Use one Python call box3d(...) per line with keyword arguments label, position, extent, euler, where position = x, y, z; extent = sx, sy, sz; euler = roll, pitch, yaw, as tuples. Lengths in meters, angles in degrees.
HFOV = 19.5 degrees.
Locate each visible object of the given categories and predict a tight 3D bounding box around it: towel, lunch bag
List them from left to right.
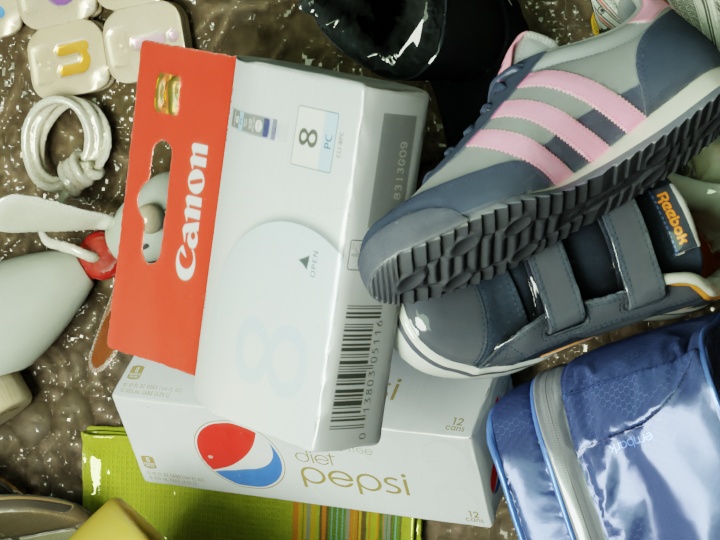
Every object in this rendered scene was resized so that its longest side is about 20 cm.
box3d(label="towel", position=(-0.061, 0.131, 1.127), extent=(0.198, 0.018, 0.087), euler=(2, 92, 20))
box3d(label="lunch bag", position=(0.143, 0.133, 0.989), extent=(0.131, 0.136, 0.202), euler=(-21, 86, 19))

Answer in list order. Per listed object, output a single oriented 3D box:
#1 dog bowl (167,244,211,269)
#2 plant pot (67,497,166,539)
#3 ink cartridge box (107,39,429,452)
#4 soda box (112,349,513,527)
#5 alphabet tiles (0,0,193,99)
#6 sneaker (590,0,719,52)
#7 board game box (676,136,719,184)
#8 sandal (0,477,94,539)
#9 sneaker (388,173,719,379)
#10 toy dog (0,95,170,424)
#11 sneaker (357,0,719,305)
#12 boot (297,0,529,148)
box3d(label="dog bowl", position=(0.000, 0.000, 1.052), extent=(0.198, 0.112, 0.050), euler=(6, 67, 24))
box3d(label="plant pot", position=(-0.121, 0.247, 1.028), extent=(0.189, 0.201, 0.201), euler=(-43, 77, -6))
box3d(label="ink cartridge box", position=(-0.062, -0.019, 0.969), extent=(0.199, 0.047, 0.162), euler=(15, 101, 43))
box3d(label="soda box", position=(-0.022, 0.075, 1.069), extent=(0.198, 0.064, 0.069), euler=(5, 135, 22))
box3d(label="alphabet tiles", position=(-0.151, -0.199, 1.149), extent=(0.194, 0.015, 0.202), euler=(-10, 88, 23))
box3d(label="sneaker", position=(0.158, -0.126, 0.984), extent=(0.200, 0.078, 0.082), euler=(49, 117, 20))
box3d(label="board game box", position=(0.204, -0.139, 1.014), extent=(0.134, 0.028, 0.202), euler=(-4, 90, 20))
box3d(label="sandal", position=(-0.230, 0.138, 1.171), extent=(0.198, 0.082, 0.055), euler=(-8, 53, 30))
box3d(label="sneaker", position=(0.104, -0.007, 0.963), extent=(0.079, 0.199, 0.079), euler=(-38, 70, 54))
box3d(label="toy dog", position=(-0.180, 0.011, 1.122), extent=(0.132, 0.096, 0.201), euler=(39, 105, 8))
box3d(label="sneaker", position=(0.071, -0.057, 0.916), extent=(0.199, 0.070, 0.082), euler=(-28, 69, -21))
box3d(label="boot", position=(0.045, -0.092, 1.000), extent=(0.076, 0.168, 0.202), euler=(-25, 84, 20))
